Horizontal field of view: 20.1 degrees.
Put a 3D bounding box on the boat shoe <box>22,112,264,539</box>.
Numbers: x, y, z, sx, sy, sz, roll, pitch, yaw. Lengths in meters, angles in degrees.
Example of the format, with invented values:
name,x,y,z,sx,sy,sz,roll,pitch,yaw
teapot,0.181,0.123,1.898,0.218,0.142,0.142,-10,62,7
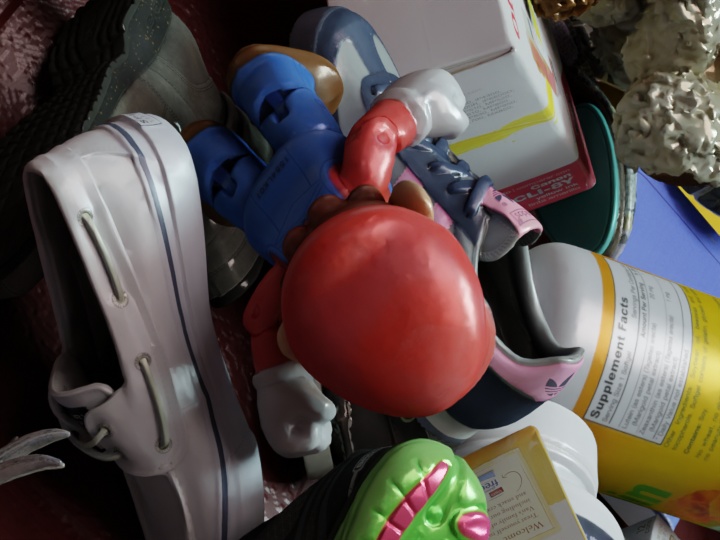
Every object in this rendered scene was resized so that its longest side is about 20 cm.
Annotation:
name,x,y,z,sx,sy,sz,roll,pitch,yaw
boat shoe,-0.092,0.042,0.791,0.067,0.073,0.201,-20,105,-35

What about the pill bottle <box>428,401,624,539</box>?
name,x,y,z,sx,sy,sz,roll,pitch,yaw
pill bottle,0.062,0.157,0.890,0.111,0.111,0.201,37,41,-31

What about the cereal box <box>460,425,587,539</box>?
name,x,y,z,sx,sy,sz,roll,pitch,yaw
cereal box,0.040,0.170,0.781,0.040,0.143,0.201,62,5,-48

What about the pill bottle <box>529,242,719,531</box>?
name,x,y,z,sx,sy,sz,roll,pitch,yaw
pill bottle,0.120,0.052,1.008,0.199,0.111,0.112,19,48,-17

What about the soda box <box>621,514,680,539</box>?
name,x,y,z,sx,sy,sz,roll,pitch,yaw
soda box,0.122,0.215,0.970,0.068,0.064,0.200,47,37,-20

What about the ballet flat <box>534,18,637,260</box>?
name,x,y,z,sx,sy,sz,roll,pitch,yaw
ballet flat,0.121,-0.082,1.154,0.072,0.072,0.201,17,42,-45

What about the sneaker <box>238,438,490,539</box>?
name,x,y,z,sx,sy,sz,roll,pitch,yaw
sneaker,-0.029,0.148,0.766,0.200,0.084,0.077,-48,110,-14

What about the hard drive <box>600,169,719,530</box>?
name,x,y,z,sx,sy,sz,roll,pitch,yaw
hard drive,0.161,0.038,1.144,0.132,0.025,0.200,48,45,-11

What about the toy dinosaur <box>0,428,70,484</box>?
name,x,y,z,sx,sy,sz,roll,pitch,yaw
toy dinosaur,-0.150,0.108,0.681,0.181,0.105,0.200,33,52,-4

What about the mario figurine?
name,x,y,z,sx,sy,sz,roll,pitch,yaw
mario figurine,-0.001,-0.005,0.793,0.105,0.124,0.200,-7,34,-20

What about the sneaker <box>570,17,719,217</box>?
name,x,y,z,sx,sy,sz,roll,pitch,yaw
sneaker,0.207,-0.104,1.224,0.089,0.079,0.200,4,44,-55

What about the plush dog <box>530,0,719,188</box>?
name,x,y,z,sx,sy,sz,roll,pitch,yaw
plush dog,0.152,-0.163,1.058,0.171,0.161,0.200,33,24,-16

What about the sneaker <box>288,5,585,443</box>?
name,x,y,z,sx,sy,sz,roll,pitch,yaw
sneaker,0.037,-0.030,0.880,0.070,0.082,0.201,-23,90,-54

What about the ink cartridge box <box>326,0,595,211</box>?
name,x,y,z,sx,sy,sz,roll,pitch,yaw
ink cartridge box,0.047,-0.124,1.033,0.200,0.083,0.146,43,32,-67

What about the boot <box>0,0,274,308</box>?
name,x,y,z,sx,sy,sz,roll,pitch,yaw
boot,-0.089,-0.030,0.876,0.131,0.067,0.200,50,37,-25

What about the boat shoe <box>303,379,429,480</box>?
name,x,y,z,sx,sy,sz,roll,pitch,yaw
boat shoe,0.000,0.000,0.946,0.072,0.060,0.202,76,10,-63

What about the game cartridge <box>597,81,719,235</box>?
name,x,y,z,sx,sy,sz,roll,pitch,yaw
game cartridge,0.196,-0.033,1.275,0.199,0.032,0.177,-3,69,-50
